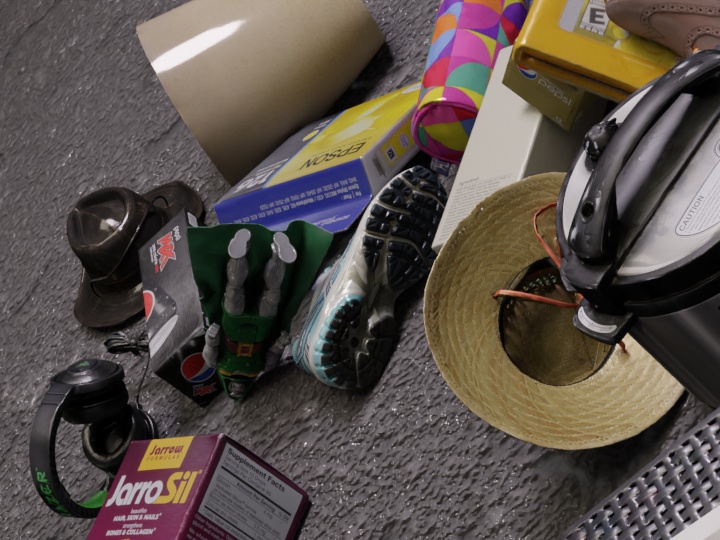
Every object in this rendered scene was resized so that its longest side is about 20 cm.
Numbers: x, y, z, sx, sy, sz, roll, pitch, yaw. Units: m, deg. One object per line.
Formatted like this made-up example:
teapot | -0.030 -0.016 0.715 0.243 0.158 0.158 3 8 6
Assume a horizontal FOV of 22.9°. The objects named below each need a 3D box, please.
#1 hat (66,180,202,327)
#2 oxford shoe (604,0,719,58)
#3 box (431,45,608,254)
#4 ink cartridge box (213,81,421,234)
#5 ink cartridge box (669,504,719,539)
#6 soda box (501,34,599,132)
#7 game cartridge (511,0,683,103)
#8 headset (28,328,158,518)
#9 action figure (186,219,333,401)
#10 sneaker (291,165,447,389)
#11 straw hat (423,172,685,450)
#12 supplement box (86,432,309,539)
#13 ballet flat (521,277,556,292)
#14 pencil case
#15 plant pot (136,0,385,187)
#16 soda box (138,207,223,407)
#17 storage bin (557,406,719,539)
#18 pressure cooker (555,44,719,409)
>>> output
hat | -0.256 -0.035 1.830 0.200 0.081 0.202 -34 35 28
oxford shoe | 0.251 -0.152 1.221 0.199 0.071 0.073 20 74 24
box | 0.129 -0.086 1.387 0.082 0.068 0.201 -12 48 46
ink cartridge box | -0.035 -0.086 1.564 0.197 0.047 0.200 -14 22 44
ink cartridge box | 0.235 0.180 0.829 0.128 0.200 0.126 -40 32 18
soda box | 0.196 -0.203 1.359 0.200 0.068 0.064 -48 -13 -22
game cartridge | 0.225 -0.207 1.308 0.032 0.175 0.201 97 -164 -66
headset | -0.237 0.128 1.593 0.093 0.124 0.201 1 43 33
action figure | -0.093 0.041 1.481 0.201 0.117 0.055 103 170 -49
sneaker | 0.000 0.000 1.460 0.086 0.077 0.201 1 58 57
straw hat | 0.134 0.042 1.218 0.085 0.200 0.202 101 -169 -65
supplement box | -0.145 0.238 1.369 0.130 0.103 0.201 -12 47 48
ballet flat | 0.189 -0.030 1.269 0.199 0.068 0.064 -28 10 32
pencil case | 0.096 -0.176 1.514 0.088 0.088 0.201 -23 40 38
plant pot | -0.083 -0.208 1.716 0.199 0.188 0.188 -32 33 5
soda box | -0.155 0.031 1.644 0.071 0.063 0.201 -41 31 16
storage bin | 0.219 0.152 0.943 0.200 0.135 0.094 -42 32 15
pressure cooker | 0.214 -0.026 1.074 0.178 0.200 0.177 -25 39 31
